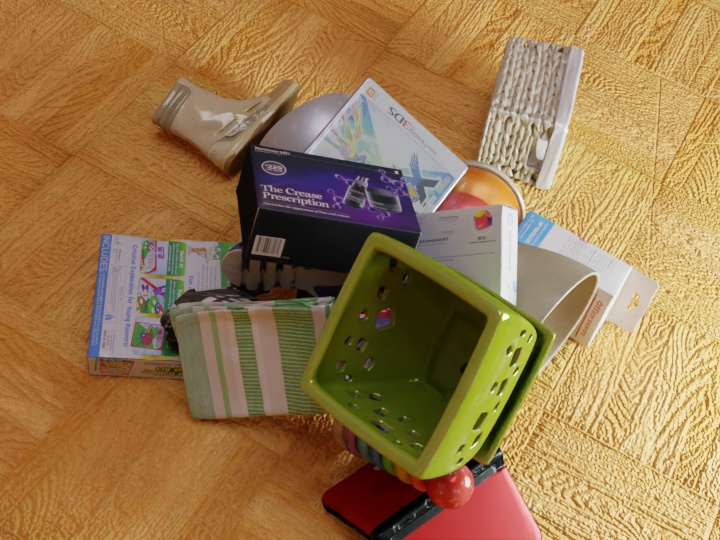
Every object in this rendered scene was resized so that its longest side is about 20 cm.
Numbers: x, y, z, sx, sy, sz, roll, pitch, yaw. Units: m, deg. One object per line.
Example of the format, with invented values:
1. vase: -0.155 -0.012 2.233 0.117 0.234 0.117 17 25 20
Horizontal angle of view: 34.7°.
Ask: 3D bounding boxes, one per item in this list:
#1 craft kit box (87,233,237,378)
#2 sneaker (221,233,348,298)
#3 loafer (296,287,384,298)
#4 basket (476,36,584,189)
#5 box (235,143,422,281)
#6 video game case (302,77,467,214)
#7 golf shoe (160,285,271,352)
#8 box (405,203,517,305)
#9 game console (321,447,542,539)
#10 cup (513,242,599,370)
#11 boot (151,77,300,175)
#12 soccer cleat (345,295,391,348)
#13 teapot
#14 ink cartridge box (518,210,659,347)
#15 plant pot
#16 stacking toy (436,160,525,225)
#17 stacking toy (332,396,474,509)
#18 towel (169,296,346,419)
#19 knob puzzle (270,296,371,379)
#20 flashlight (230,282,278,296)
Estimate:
1. craft kit box: -0.242 0.045 1.478 0.196 0.049 0.201 2 51 -7
2. sneaker: -0.065 -0.027 1.432 0.198 0.081 0.116 13 46 -4
3. loafer: 0.000 0.000 1.517 0.199 0.073 0.073 -14 25 -39
4. basket: 0.259 -0.246 1.763 0.123 0.136 0.201 15 50 6
5. box: -0.041 -0.070 1.381 0.199 0.079 0.141 8 33 -17
6. video game case: 0.018 -0.122 1.500 0.182 0.022 0.200 41 70 -7
7. golf shoe: -0.140 0.054 1.405 0.199 0.078 0.095 7 39 7
8. box: 0.113 0.028 1.396 0.041 0.155 0.201 12 76 -52
9. game console: 0.084 0.293 1.360 0.199 0.119 0.172 -28 30 -30
10. cup: 0.187 0.043 1.468 0.143 0.201 0.200 38 54 21
11. boot: -0.195 -0.244 1.702 0.155 0.073 0.200 32 57 11
12. soccer cleat: 0.010 0.062 1.462 0.199 0.073 0.068 -3 44 -29
13. teapot: -0.036 -0.136 1.584 0.200 0.197 0.146 -38 71 10
14. ink cartridge box: 0.287 0.022 1.559 0.199 0.115 0.068 30 51 14
15. plant pot: 0.086 0.097 1.264 0.199 0.201 0.181 33 11 35
16. stacking toy: 0.129 -0.043 1.542 0.145 0.147 0.200 24 41 8
17. stacking toy: 0.055 0.212 1.327 0.085 0.086 0.200 -24 36 -28
18. towel: -0.117 0.105 1.351 0.199 0.154 0.023 -4 21 12
19. knob puzzle: -0.056 0.111 1.458 0.218 0.031 0.220 14 39 -11
20. flashlight: -0.082 -0.016 1.522 0.199 0.068 0.068 -16 81 -36
